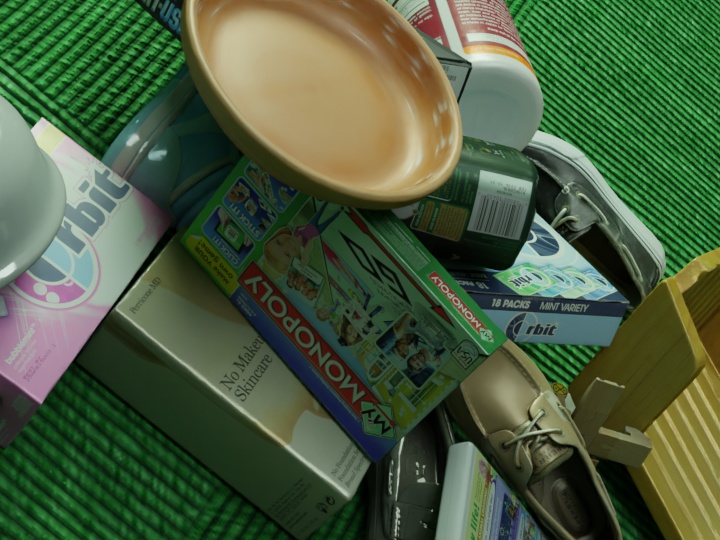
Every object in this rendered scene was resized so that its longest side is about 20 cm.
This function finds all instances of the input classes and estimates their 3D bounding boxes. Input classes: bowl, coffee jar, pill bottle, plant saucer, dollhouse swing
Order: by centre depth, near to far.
[{"bbox_3d":[-0.283,-0.065,0.945,0.199,0.091,0.202,-1,40,1],"label":"bowl"},{"bbox_3d":[-0.027,-0.116,0.980,0.199,0.037,0.201,22,45,-23],"label":"plant saucer"},{"bbox_3d":[0.017,-0.063,1.096,0.198,0.086,0.104,13,13,-14],"label":"coffee jar"},{"bbox_3d":[0.296,0.102,1.247,0.199,0.182,0.176,-16,60,-50],"label":"dollhouse swing"},{"bbox_3d":[0.080,-0.187,1.334,0.112,0.113,0.201,16,38,-25],"label":"pill bottle"}]

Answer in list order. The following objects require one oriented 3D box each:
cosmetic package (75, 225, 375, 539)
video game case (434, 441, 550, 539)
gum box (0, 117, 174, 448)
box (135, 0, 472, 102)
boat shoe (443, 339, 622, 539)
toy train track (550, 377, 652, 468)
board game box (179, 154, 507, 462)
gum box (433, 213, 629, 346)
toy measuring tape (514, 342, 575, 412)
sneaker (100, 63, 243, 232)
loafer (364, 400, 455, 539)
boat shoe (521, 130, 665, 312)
[{"bbox_3d":[-0.080,0.076,1.065,0.199,0.071,0.105,38,44,-6],"label":"cosmetic package"},{"bbox_3d":[0.096,0.247,1.046,0.182,0.022,0.201,51,36,-35],"label":"video game case"},{"bbox_3d":[-0.220,0.008,1.018,0.113,0.066,0.201,37,45,-8],"label":"gum box"},{"bbox_3d":[-0.051,-0.179,1.142,0.197,0.050,0.200,6,25,-38],"label":"box"},{"bbox_3d":[0.125,0.121,1.108,0.071,0.064,0.201,-39,105,-7],"label":"boat shoe"},{"bbox_3d":[0.123,0.103,1.175,0.198,0.115,0.033,18,35,-12],"label":"toy train track"},{"bbox_3d":[-0.015,0.011,1.012,0.200,0.135,0.029,47,40,6],"label":"board game box"},{"bbox_3d":[0.083,-0.016,1.211,0.169,0.045,0.200,5,28,-33],"label":"gum box"},{"bbox_3d":[0.120,0.071,1.214,0.199,0.074,0.074,19,49,-23],"label":"toy measuring tape"},{"bbox_3d":[-0.097,-0.092,1.175,0.130,0.080,0.200,39,54,-2],"label":"sneaker"},{"bbox_3d":[0.041,0.170,1.084,0.069,0.070,0.202,11,53,-29],"label":"loafer"},{"bbox_3d":[0.184,-0.044,1.343,0.199,0.072,0.071,38,40,-10],"label":"boat shoe"}]
